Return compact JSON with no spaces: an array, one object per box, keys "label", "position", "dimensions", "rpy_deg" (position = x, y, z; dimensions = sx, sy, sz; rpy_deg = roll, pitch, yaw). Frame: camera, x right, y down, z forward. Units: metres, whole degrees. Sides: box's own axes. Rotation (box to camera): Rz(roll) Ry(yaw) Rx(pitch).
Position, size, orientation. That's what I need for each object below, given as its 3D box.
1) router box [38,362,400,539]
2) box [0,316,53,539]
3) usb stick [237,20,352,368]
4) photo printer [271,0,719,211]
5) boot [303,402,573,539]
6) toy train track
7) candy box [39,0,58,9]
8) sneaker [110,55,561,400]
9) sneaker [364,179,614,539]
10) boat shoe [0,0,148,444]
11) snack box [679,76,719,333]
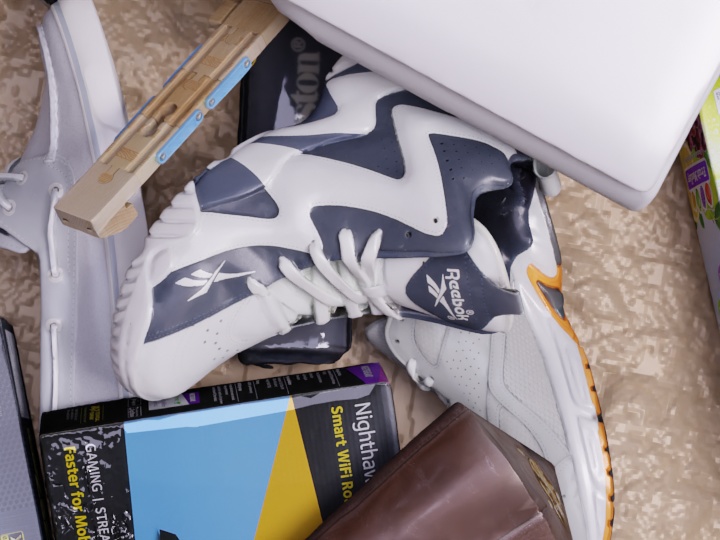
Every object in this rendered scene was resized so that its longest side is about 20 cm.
[{"label":"router box","position":[-0.049,0.148,1.090],"dimensions":[0.149,0.051,0.200],"rpy_deg":[-9,101,-4]},{"label":"box","position":[-0.211,0.132,1.107],"dimensions":[0.157,0.051,0.200],"rpy_deg":[-11,85,-2]},{"label":"usb stick","position":[-0.028,-0.056,1.139],"dimensions":[0.055,0.033,0.200],"rpy_deg":[2,85,5]},{"label":"photo printer","position":[0.064,-0.142,1.019],"dimensions":[0.200,0.069,0.167],"rpy_deg":[29,94,-2]},{"label":"boot","position":[0.026,0.175,1.051],"dimensions":[0.200,0.064,0.187],"rpy_deg":[-36,105,-5]},{"label":"toy train track","position":[-0.054,-0.082,1.084],"dimensions":[0.115,0.033,0.200],"rpy_deg":[19,57,36]},{"label":"candy box","position":[-0.091,-0.213,1.098],"dimensions":[0.061,0.136,0.200],"rpy_deg":[41,84,3]},{"label":"sneaker","position":[0.000,0.000,1.053],"dimensions":[0.199,0.080,0.130],"rpy_deg":[-41,56,-17]},{"label":"sneaker","position":[0.054,0.043,1.123],"dimensions":[0.092,0.076,0.200],"rpy_deg":[-15,79,4]},{"label":"boat shoe","position":[-0.128,-0.019,1.119],"dimensions":[0.068,0.072,0.200],"rpy_deg":[-8,96,-6]},{"label":"snack box","position":[0.242,-0.001,1.131],"dimensions":[0.168,0.068,0.200],"rpy_deg":[-13,88,-4]}]
